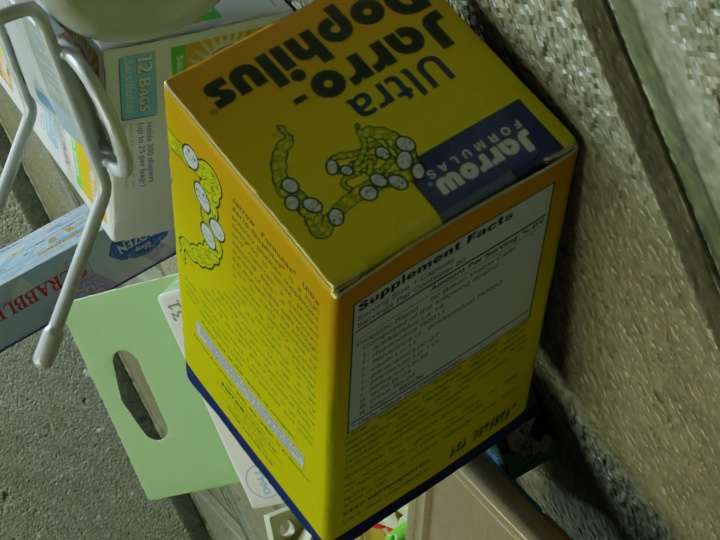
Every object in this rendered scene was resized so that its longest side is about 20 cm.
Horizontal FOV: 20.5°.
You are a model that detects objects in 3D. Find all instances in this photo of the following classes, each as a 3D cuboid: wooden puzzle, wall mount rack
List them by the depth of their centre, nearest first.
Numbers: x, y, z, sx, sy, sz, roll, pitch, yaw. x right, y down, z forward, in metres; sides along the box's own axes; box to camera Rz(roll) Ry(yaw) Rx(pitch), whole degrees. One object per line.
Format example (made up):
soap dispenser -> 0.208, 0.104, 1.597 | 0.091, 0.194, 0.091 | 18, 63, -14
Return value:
wooden puzzle -> 0.083, 0.170, 0.900 | 0.185, 0.037, 0.201 | 45, 152, 35
wall mount rack -> -0.168, -0.061, 0.956 | 0.200, 0.074, 0.175 | 42, 152, 55

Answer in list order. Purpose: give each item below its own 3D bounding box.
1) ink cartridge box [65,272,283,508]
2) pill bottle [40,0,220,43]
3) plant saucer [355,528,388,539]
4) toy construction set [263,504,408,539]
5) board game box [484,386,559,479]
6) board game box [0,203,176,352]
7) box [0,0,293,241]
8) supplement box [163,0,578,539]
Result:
ink cartridge box -> -0.081, 0.069, 1.170 | 0.147, 0.199, 0.048 | 67, -153, -15
pill bottle -> -0.136, -0.208, 0.925 | 0.200, 0.115, 0.116 | 53, 166, 35
plant saucer -> 0.050, 0.196, 1.227 | 0.201, 0.048, 0.200 | 58, 168, 23
toy construction set -> 0.016, 0.138, 1.074 | 0.199, 0.092, 0.132 | -4, 121, 47
board game box -> 0.023, 0.015, 0.974 | 0.135, 0.029, 0.200 | 64, 168, -16
board game box -> -0.186, -0.016, 1.376 | 0.041, 0.199, 0.199 | 63, 169, -11
box -> -0.120, -0.119, 1.035 | 0.200, 0.101, 0.113 | 49, 146, 46
supplement box -> 0.000, 0.000, 0.768 | 0.110, 0.108, 0.201 | 49, 157, 25
